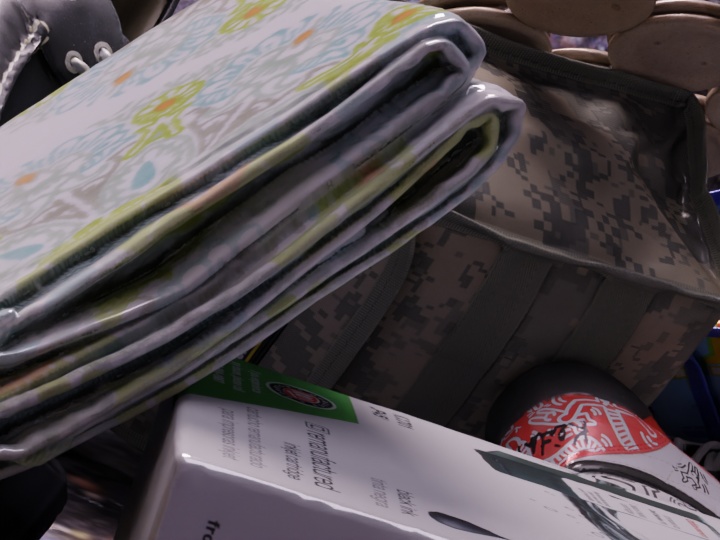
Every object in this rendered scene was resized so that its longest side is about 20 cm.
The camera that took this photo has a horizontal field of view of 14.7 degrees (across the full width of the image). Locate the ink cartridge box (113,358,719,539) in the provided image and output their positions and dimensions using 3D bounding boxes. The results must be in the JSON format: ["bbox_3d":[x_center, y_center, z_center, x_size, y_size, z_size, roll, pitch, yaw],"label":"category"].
[{"bbox_3d":[0.038,0.096,0.682,0.200,0.083,0.147,19,7,-6],"label":"ink cartridge box"}]

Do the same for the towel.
[{"bbox_3d":[-0.063,-0.013,0.740,0.048,0.171,0.200,62,-15,-18],"label":"towel"}]

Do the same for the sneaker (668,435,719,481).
[{"bbox_3d":[0.146,0.092,1.045,0.115,0.076,0.201,10,-15,10],"label":"sneaker"}]

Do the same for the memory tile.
[{"bbox_3d":[0.092,-0.071,0.962,0.153,0.017,0.200,23,-30,-36],"label":"memory tile"}]

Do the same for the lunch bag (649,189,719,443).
[{"bbox_3d":[0.132,0.032,1.122,0.200,0.094,0.151,-5,-29,16],"label":"lunch bag"}]

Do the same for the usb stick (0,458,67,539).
[{"bbox_3d":[-0.113,0.067,0.709,0.055,0.033,0.200,14,6,1],"label":"usb stick"}]

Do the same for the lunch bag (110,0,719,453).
[{"bbox_3d":[0.000,0.000,0.937,0.200,0.164,0.118,16,43,-22],"label":"lunch bag"}]

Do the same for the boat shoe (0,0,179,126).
[{"bbox_3d":[-0.101,-0.073,0.932,0.060,0.076,0.200,13,38,2],"label":"boat shoe"}]

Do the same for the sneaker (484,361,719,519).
[{"bbox_3d":[0.125,0.116,0.895,0.201,0.067,0.108,34,25,-24],"label":"sneaker"}]
